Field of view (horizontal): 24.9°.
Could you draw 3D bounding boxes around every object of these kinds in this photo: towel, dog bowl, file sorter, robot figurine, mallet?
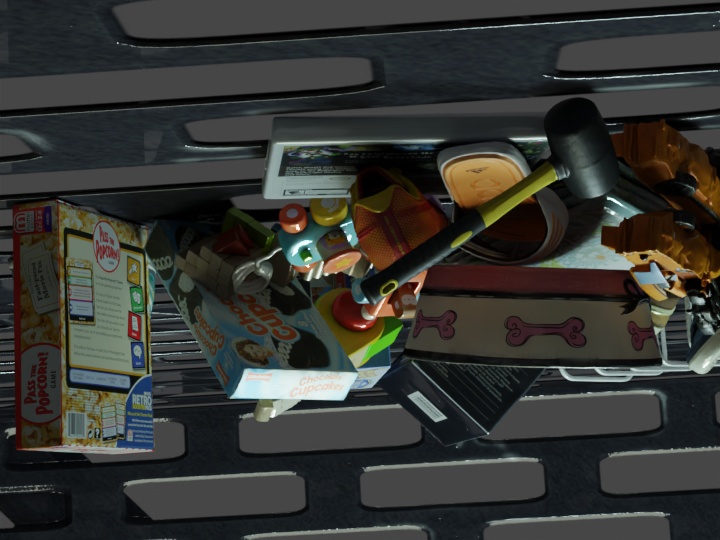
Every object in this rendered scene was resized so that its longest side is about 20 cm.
[{"bbox_3d":[0.182,-0.025,1.354,0.171,0.048,0.200,-26,146,36],"label":"towel"},{"bbox_3d":[0.133,0.034,1.257,0.199,0.074,0.200,1,-179,0],"label":"dog bowl"},{"bbox_3d":[0.325,0.048,1.779,0.138,0.125,0.200,4,168,-40],"label":"file sorter"},{"bbox_3d":[0.242,-0.034,1.227,0.058,0.146,0.200,-1,164,29],"label":"robot figurine"},{"bbox_3d":[0.083,-0.046,1.083,0.199,0.066,0.041,-29,-140,-12],"label":"mallet"}]

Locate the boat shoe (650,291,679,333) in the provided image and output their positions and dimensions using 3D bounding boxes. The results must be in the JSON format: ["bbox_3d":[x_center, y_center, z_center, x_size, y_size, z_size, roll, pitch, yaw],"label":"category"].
[{"bbox_3d":[0.259,0.026,1.582,0.071,0.076,0.200,19,-165,1],"label":"boat shoe"}]

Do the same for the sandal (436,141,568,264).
[{"bbox_3d":[0.099,-0.036,1.186,0.079,0.060,0.207,-6,164,18],"label":"sandal"}]

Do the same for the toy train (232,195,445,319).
[{"bbox_3d":[0.000,0.000,1.360,0.199,0.056,0.150,3,133,-40],"label":"toy train"}]

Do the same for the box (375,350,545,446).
[{"bbox_3d":[0.126,0.069,1.611,0.104,0.182,0.200,42,167,-1],"label":"box"}]

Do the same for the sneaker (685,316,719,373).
[{"bbox_3d":[0.303,0.008,1.408,0.084,0.200,0.075,34,134,4],"label":"sneaker"}]

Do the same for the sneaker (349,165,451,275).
[{"bbox_3d":[0.026,-0.044,1.189,0.073,0.077,0.200,-23,-174,-1],"label":"sneaker"}]

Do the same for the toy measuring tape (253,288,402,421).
[{"bbox_3d":[-0.039,0.066,1.459,0.200,0.074,0.073,-30,-169,-40],"label":"toy measuring tape"}]

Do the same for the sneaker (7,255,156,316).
[{"bbox_3d":[-0.248,0.014,1.511,0.077,0.080,0.200,-7,169,26],"label":"sneaker"}]

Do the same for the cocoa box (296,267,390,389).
[{"bbox_3d":[-0.046,0.049,1.620,0.131,0.134,0.200,-3,171,-6],"label":"cocoa box"}]

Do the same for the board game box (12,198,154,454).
[{"bbox_3d":[-0.231,0.052,1.374,0.046,0.201,0.151,-6,170,22],"label":"board game box"}]

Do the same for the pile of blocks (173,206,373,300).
[{"bbox_3d":[-0.062,-0.033,1.404,0.199,0.082,0.062,-7,132,-36],"label":"pile of blocks"}]

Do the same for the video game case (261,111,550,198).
[{"bbox_3d":[0.030,-0.083,1.192,0.199,0.023,0.182,-1,171,-6],"label":"video game case"}]

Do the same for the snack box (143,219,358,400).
[{"bbox_3d":[-0.096,0.033,1.396,0.116,0.200,0.037,4,126,-37],"label":"snack box"}]
